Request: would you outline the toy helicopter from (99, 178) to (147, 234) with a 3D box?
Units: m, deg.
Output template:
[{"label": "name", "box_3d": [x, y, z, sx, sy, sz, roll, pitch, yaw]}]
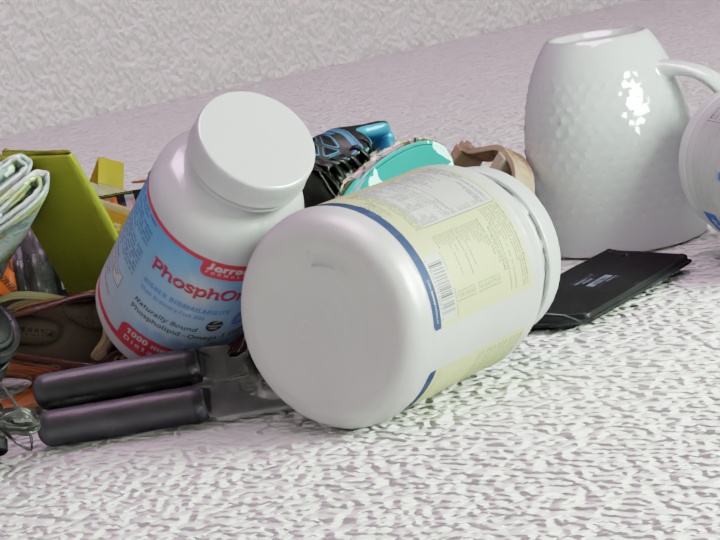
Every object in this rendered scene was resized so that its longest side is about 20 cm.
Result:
[{"label": "toy helicopter", "box_3d": [-0.162, -0.036, 1.748, 0.199, 0.133, 0.079, 20, 3, 2]}]

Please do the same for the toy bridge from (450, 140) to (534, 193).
[{"label": "toy bridge", "box_3d": [0.115, -0.069, 1.940, 0.027, 0.067, 0.200, 22, 19, -23]}]

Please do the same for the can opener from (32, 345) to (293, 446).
[{"label": "can opener", "box_3d": [-0.120, 0.086, 1.559, 0.198, 0.054, 0.067, -10, -22, -1]}]

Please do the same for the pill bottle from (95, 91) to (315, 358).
[{"label": "pill bottle", "box_3d": [-0.103, -0.026, 1.552, 0.108, 0.109, 0.200, -16, -28, -35]}]

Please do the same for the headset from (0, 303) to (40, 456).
[{"label": "headset", "box_3d": [-0.270, 0.076, 1.490, 0.093, 0.124, 0.199, 1, 11, -38]}]

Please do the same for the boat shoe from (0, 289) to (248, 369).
[{"label": "boat shoe", "box_3d": [-0.177, 0.046, 1.651, 0.198, 0.073, 0.072, 4, 3, 0]}]

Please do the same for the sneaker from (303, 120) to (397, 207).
[{"label": "sneaker", "box_3d": [-0.024, -0.074, 1.752, 0.081, 0.074, 0.200, -23, 14, 17]}]

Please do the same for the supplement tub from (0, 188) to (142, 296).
[{"label": "supplement tub", "box_3d": [-0.195, 0.000, 1.840, 0.198, 0.123, 0.123, -10, 10, -7]}]

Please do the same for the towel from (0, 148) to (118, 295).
[{"label": "towel", "box_3d": [-0.196, -0.008, 1.705, 0.086, 0.201, 0.018, 1, 39, 39]}]

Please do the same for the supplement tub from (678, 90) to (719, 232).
[{"label": "supplement tub", "box_3d": [0.335, -0.075, 1.759, 0.131, 0.133, 0.200, -11, 9, -10]}]

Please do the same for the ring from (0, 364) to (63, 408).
[{"label": "ring", "box_3d": [-0.303, 0.100, 1.681, 0.199, 0.019, 0.200, -10, 10, 2]}]

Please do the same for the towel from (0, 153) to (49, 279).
[{"label": "towel", "box_3d": [-0.314, 0.010, 1.664, 0.171, 0.048, 0.200, -38, -6, -36]}]

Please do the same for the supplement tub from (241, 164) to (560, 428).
[{"label": "supplement tub", "box_3d": [0.032, 0.011, 1.518, 0.144, 0.146, 0.200, -2, 12, 36]}]

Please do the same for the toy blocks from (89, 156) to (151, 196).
[{"label": "toy blocks", "box_3d": [-0.216, -0.017, 1.988, 0.199, 0.101, 0.136, 13, -27, -31]}]

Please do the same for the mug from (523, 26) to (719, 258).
[{"label": "mug", "box_3d": [0.232, -0.113, 1.928, 0.199, 0.177, 0.147, -2, 13, 34]}]

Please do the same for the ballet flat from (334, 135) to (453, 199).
[{"label": "ballet flat", "box_3d": [-0.007, -0.015, 1.642, 0.200, 0.076, 0.064, -52, 9, -22]}]

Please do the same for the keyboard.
[{"label": "keyboard", "box_3d": [0.160, 0.014, 1.743, 0.126, 0.021, 0.200, 4, 15, 31]}]
